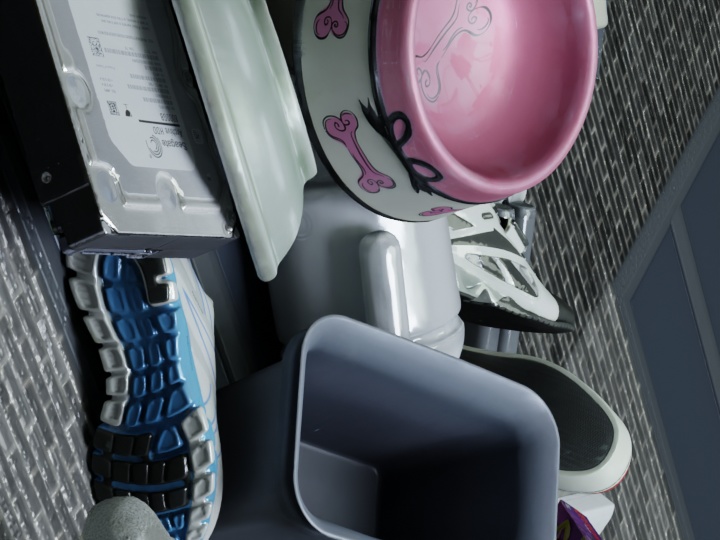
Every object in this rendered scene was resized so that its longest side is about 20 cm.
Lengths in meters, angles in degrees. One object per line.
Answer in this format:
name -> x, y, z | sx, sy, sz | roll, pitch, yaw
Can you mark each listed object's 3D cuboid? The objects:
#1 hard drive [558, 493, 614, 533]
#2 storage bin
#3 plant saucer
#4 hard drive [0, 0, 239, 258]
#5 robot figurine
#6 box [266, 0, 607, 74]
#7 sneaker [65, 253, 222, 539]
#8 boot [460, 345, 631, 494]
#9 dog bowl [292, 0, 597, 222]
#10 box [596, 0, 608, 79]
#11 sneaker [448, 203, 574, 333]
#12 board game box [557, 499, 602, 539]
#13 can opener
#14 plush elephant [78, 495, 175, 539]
hard drive -> 0.089, 0.210, 1.929 | 0.132, 0.027, 0.200 | -57, 159, 16
storage bin -> -0.004, 0.128, 1.657 | 0.200, 0.134, 0.146 | 21, 63, -37
plant saucer -> -0.062, -0.096, 1.602 | 0.200, 0.050, 0.201 | 162, -90, -89
hard drive -> -0.135, -0.105, 1.513 | 0.140, 0.038, 0.201 | 3, 68, -62
robot figurine -> 0.000, 0.000, 1.751 | 0.170, 0.113, 0.201 | -125, -155, -76
box -> 0.042, -0.194, 1.758 | 0.200, 0.109, 0.128 | -15, 101, -44
sneaker -> -0.103, 0.058, 1.595 | 0.087, 0.075, 0.201 | -22, 108, -68
boot -> 0.104, 0.117, 1.859 | 0.072, 0.200, 0.144 | -54, 139, -19
dog bowl -> 0.056, -0.126, 1.644 | 0.200, 0.074, 0.201 | -3, 94, -46
box -> 0.100, -0.219, 1.938 | 0.038, 0.136, 0.201 | 40, 53, -55
sneaker -> 0.078, -0.015, 1.904 | 0.200, 0.074, 0.089 | 26, 71, -45
board game box -> 0.088, 0.248, 1.805 | 0.032, 0.120, 0.200 | 32, 100, -25
can opener -> 0.088, -0.033, 1.990 | 0.053, 0.066, 0.201 | -6, 102, -52
plush elephant -> -0.126, 0.222, 1.466 | 0.200, 0.155, 0.165 | 31, 51, -50
